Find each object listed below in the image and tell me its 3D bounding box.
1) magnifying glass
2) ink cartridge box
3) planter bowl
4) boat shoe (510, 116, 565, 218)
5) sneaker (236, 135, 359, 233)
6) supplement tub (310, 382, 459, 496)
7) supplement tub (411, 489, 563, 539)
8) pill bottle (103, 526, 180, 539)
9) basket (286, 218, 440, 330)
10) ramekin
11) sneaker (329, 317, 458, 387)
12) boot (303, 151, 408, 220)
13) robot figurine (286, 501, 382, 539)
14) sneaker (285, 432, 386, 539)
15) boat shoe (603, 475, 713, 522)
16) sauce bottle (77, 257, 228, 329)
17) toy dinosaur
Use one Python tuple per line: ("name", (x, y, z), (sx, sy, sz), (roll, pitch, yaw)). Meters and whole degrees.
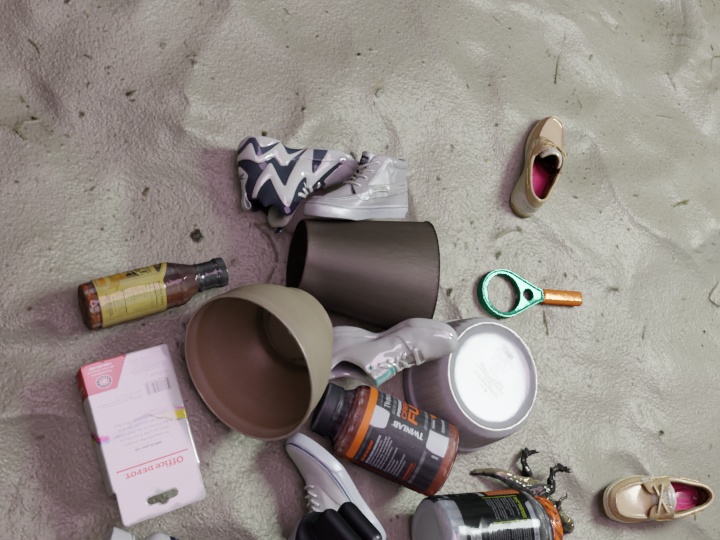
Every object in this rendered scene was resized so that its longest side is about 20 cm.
("magnifying glass", (0.282, 0.041, 1.438), (0.196, 0.022, 0.081), (5, 74, -24))
("ink cartridge box", (-0.279, 0.209, 1.106), (0.114, 0.067, 0.204), (-13, 80, -27))
("planter bowl", (-0.115, 0.102, 1.156), (0.202, 0.199, 0.134), (54, 36, -2))
("boat shoe", (0.319, -0.185, 1.491), (0.073, 0.069, 0.203), (27, 66, -15))
("sneaker", (-0.090, -0.114, 1.281), (0.196, 0.079, 0.133), (10, 79, -29))
("supplement tub", (0.031, 0.229, 1.214), (0.197, 0.107, 0.109), (25, 66, -6))
("supplement tub", (0.181, 0.379, 1.240), (0.196, 0.122, 0.125), (3, 74, -23))
("pill bottle", (-0.227, 0.388, 1.055), (0.197, 0.111, 0.113), (28, 66, -15))
("basket", (0.000, 0.000, 1.261), (0.196, 0.136, 0.184), (9, 67, -18))
("ramekin", (0.173, 0.165, 1.306), (0.196, 0.105, 0.205), (7, 72, -22))
("sneaker", (0.040, 0.124, 1.215), (0.195, 0.076, 0.089), (-6, 39, 10))
("boot", (-0.004, -0.125, 1.265), (0.198, 0.073, 0.098), (-6, 102, -48))
("robot figurine", (-0.052, 0.391, 1.093), (0.148, 0.125, 0.202), (24, 109, -21))
("sneaker", (-0.043, 0.314, 1.182), (0.071, 0.073, 0.201), (-40, 94, -32))
("boat shoe", (0.484, 0.365, 1.405), (0.196, 0.069, 0.075), (-1, 76, -25))
("sauce bottle", (-0.274, 0.025, 1.163), (0.197, 0.066, 0.067), (-16, 82, -30))
("toy dinosaur", (0.271, 0.327, 1.341), (0.198, 0.047, 0.089), (35, 71, -9))
